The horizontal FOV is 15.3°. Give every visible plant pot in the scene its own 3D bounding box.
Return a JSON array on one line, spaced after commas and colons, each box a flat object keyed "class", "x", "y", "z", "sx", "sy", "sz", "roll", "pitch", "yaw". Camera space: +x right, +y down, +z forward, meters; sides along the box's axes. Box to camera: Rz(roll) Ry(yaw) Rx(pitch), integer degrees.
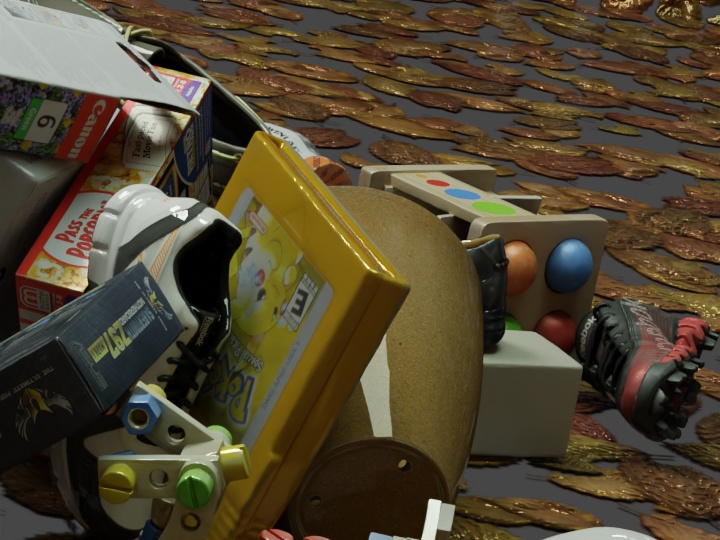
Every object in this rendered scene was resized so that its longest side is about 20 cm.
[{"class": "plant pot", "x": -0.004, "y": 0.080, "z": 1.563, "sx": 0.185, "sy": 0.187, "sz": 0.200, "roll": 7, "pitch": 29, "yaw": -12}]

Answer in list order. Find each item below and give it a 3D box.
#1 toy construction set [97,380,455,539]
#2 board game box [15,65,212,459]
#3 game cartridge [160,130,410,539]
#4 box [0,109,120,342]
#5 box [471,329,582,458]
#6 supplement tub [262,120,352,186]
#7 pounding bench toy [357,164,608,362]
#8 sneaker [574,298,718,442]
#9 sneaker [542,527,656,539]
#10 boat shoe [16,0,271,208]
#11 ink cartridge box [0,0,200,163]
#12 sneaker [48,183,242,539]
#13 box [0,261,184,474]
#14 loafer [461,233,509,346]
[{"class": "toy construction set", "x": -0.039, "y": 0.141, "z": 1.349, "sx": 0.199, "sy": 0.132, "sz": 0.092, "roll": 15, "pitch": 16, "yaw": 17}, {"class": "board game box", "x": -0.144, "y": -0.003, "z": 1.622, "sx": 0.046, "sy": 0.152, "sz": 0.200, "roll": 14, "pitch": 44, "yaw": 13}, {"class": "game cartridge", "x": -0.064, "y": 0.046, "z": 1.500, "sx": 0.032, "sy": 0.201, "sz": 0.176, "roll": 20, "pitch": 18, "yaw": -35}, {"class": "box", "x": -0.255, "y": -0.026, "z": 1.636, "sx": 0.130, "sy": 0.200, "sz": 0.200, "roll": 32, "pitch": 18, "yaw": 7}, {"class": "box", "x": 0.039, "y": 0.078, "z": 1.762, "sx": 0.199, "sy": 0.069, "sz": 0.082, "roll": 4, "pitch": 15, "yaw": -23}, {"class": "supplement tub", "x": -0.111, "y": -0.064, "z": 2.082, "sx": 0.199, "sy": 0.123, "sz": 0.122, "roll": 19, "pitch": 17, "yaw": 31}, {"class": "pounding bench toy", "x": 0.057, "y": 0.006, "z": 1.931, "sx": 0.199, "sy": 0.125, "sz": 0.156, "roll": -2, "pitch": 20, "yaw": -39}, {"class": "sneaker", "x": 0.193, "y": 0.068, "z": 1.889, "sx": 0.097, "sy": 0.071, "sz": 0.200, "roll": 20, "pitch": 14, "yaw": 8}, {"class": "sneaker", "x": 0.152, "y": 0.191, "z": 1.403, "sx": 0.199, "sy": 0.075, "sz": 0.099, "roll": 19, "pitch": 16, "yaw": 31}, {"class": "boat shoe", "x": -0.139, "y": -0.121, "z": 1.720, "sx": 0.201, "sy": 0.060, "sz": 0.072, "roll": 40, "pitch": 43, "yaw": 5}, {"class": "ink cartridge box", "x": -0.200, "y": -0.113, "z": 1.555, "sx": 0.199, "sy": 0.051, "sz": 0.109, "roll": 9, "pitch": 29, "yaw": -48}, {"class": "sneaker", "x": -0.117, "y": 0.053, "z": 1.488, "sx": 0.080, "sy": 0.201, "sz": 0.074, "roll": 7, "pitch": -2, "yaw": 38}, {"class": "box", "x": -0.201, "y": 0.078, "z": 1.403, "sx": 0.199, "sy": 0.051, "sz": 0.158, "roll": -29, "pitch": 8, "yaw": 16}, {"class": "loafer", "x": 0.000, "y": 0.000, "z": 1.750, "sx": 0.199, "sy": 0.073, "sz": 0.073, "roll": 5, "pitch": 13, "yaw": -11}]
